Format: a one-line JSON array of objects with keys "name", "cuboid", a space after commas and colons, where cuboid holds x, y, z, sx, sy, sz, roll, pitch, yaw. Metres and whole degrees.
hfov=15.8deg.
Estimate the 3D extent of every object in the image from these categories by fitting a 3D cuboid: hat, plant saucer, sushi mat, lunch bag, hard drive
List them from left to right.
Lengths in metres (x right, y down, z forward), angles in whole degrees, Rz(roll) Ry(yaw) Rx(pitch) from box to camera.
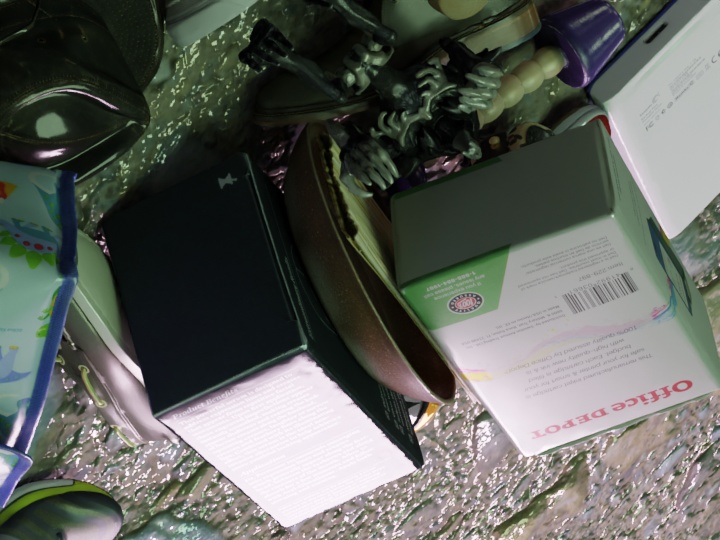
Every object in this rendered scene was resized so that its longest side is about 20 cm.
[{"name": "lunch bag", "cuboid": [-0.253, 0.039, 1.404, 0.170, 0.128, 0.200, 11, 126, -13]}, {"name": "hat", "cuboid": [-0.173, -0.096, 1.450, 0.201, 0.081, 0.201, -29, 140, -29]}, {"name": "plant saucer", "cuboid": [0.000, 0.000, 1.636, 0.037, 0.201, 0.200, -25, 147, 12]}, {"name": "sushi mat", "cuboid": [0.026, 0.000, 1.633, 0.012, 0.096, 0.200, -25, 138, 12]}, {"name": "hard drive", "cuboid": [0.247, -0.122, 1.946, 0.132, 0.025, 0.200, -45, 145, -7]}]

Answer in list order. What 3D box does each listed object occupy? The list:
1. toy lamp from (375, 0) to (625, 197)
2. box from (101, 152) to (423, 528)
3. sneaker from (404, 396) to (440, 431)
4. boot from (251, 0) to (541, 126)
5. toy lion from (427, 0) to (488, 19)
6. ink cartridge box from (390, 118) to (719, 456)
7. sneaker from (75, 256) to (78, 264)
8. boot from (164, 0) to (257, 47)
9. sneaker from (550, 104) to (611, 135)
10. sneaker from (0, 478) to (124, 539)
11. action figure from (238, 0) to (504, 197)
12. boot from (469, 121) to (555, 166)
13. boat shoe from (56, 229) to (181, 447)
[{"name": "toy lamp", "cuboid": [0.096, -0.117, 1.755, 0.200, 0.058, 0.058, -36, 143, -16]}, {"name": "box", "cuboid": [-0.059, 0.048, 1.628, 0.107, 0.149, 0.200, -25, 147, 11]}, {"name": "sneaker", "cuboid": [0.015, 0.038, 1.804, 0.077, 0.078, 0.200, -14, 130, -23]}, {"name": "boot", "cuboid": [0.011, -0.163, 1.629, 0.200, 0.075, 0.097, -24, 113, -16]}, {"name": "toy lion", "cuboid": [0.073, -0.276, 1.519, 0.200, 0.069, 0.192, -44, 138, -12]}, {"name": "ink cartridge box", "cuboid": [0.125, 0.016, 1.633, 0.145, 0.088, 0.200, -21, 135, 16]}, {"name": "sneaker", "cuboid": [-0.249, 0.038, 1.505, 0.087, 0.075, 0.200, 22, 112, -37]}, {"name": "boot", "cuboid": [-0.064, -0.216, 1.472, 0.200, 0.096, 0.074, -38, -165, 30]}, {"name": "sneaker", "cuboid": [0.151, -0.012, 1.864, 0.071, 0.112, 0.200, 3, 120, -50]}, {"name": "sneaker", "cuboid": [-0.231, 0.200, 1.662, 0.200, 0.081, 0.074, -25, 139, -32]}, {"name": "action figure", "cuboid": [0.022, -0.102, 1.548, 0.200, 0.102, 0.119, 31, 108, -39]}, {"name": "boot", "cuboid": [0.116, -0.043, 1.746, 0.073, 0.151, 0.200, 12, 135, -10]}, {"name": "boat shoe", "cuboid": [-0.161, 0.046, 1.606, 0.060, 0.072, 0.202, -20, 137, 14]}]
